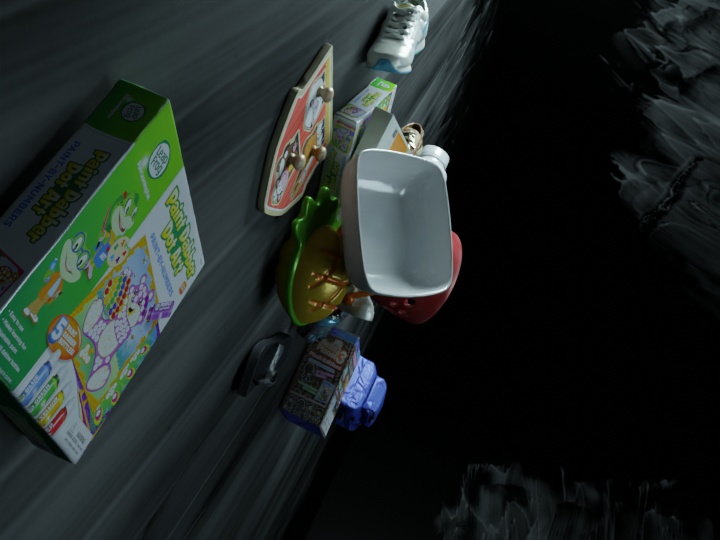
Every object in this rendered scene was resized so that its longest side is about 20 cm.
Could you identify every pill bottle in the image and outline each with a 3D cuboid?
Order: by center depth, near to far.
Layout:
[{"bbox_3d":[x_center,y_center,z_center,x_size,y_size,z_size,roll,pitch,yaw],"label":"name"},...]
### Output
[{"bbox_3d":[0.164,-0.225,1.860,0.112,0.108,0.204,87,26,-69],"label":"pill bottle"}]

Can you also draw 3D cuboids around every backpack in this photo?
[{"bbox_3d":[-0.021,0.352,1.932,0.164,0.165,0.202,-54,169,-31],"label":"backpack"}]

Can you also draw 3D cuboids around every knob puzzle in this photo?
[{"bbox_3d":[-0.073,-0.152,0.891,0.220,0.030,0.225,23,89,-81],"label":"knob puzzle"}]

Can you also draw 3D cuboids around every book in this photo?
[{"bbox_3d":[0.024,-0.165,1.128,0.136,0.047,0.200,-64,170,0],"label":"book"}]

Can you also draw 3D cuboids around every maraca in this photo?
[{"bbox_3d":[-0.067,-0.016,1.005,0.137,0.104,0.206,-42,142,-54],"label":"maraca"}]

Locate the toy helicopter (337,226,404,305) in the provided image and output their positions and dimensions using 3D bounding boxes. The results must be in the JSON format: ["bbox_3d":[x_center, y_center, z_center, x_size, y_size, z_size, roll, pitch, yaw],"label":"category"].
[{"bbox_3d":[0.000,0.000,1.147,0.078,0.197,0.136,18,87,-40],"label":"toy helicopter"}]

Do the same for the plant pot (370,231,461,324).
[{"bbox_3d":[0.074,-0.020,1.388,0.201,0.179,0.204,-50,-154,36],"label":"plant pot"}]

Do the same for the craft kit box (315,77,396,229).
[{"bbox_3d":[-0.011,-0.186,1.140,0.198,0.047,0.204,-52,161,-53],"label":"craft kit box"}]

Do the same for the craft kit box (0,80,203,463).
[{"bbox_3d":[-0.188,0.009,0.500,0.202,0.047,0.201,97,15,-59],"label":"craft kit box"}]

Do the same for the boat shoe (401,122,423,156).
[{"bbox_3d":[0.092,-0.267,1.492,0.201,0.073,0.074,-63,164,-62],"label":"boat shoe"}]

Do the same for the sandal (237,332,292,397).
[{"bbox_3d":[-0.141,0.145,1.118,0.200,0.042,0.078,-41,151,-71],"label":"sandal"}]

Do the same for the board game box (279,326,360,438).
[{"bbox_3d":[-0.082,0.235,1.506,0.160,0.095,0.204,88,26,-69],"label":"board game box"}]

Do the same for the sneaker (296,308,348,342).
[{"bbox_3d":[-0.079,0.086,1.330,0.096,0.079,0.200,-46,175,8],"label":"sneaker"}]

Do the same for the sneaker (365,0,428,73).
[{"bbox_3d":[0.056,-0.360,1.071,0.202,0.074,0.083,-67,165,-51],"label":"sneaker"}]

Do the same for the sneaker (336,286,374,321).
[{"bbox_3d":[-0.014,0.004,1.247,0.118,0.072,0.200,-65,-151,9],"label":"sneaker"}]

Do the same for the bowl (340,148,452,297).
[{"bbox_3d":[0.045,-0.061,1.013,0.196,0.074,0.207,2,81,-43],"label":"bowl"}]
